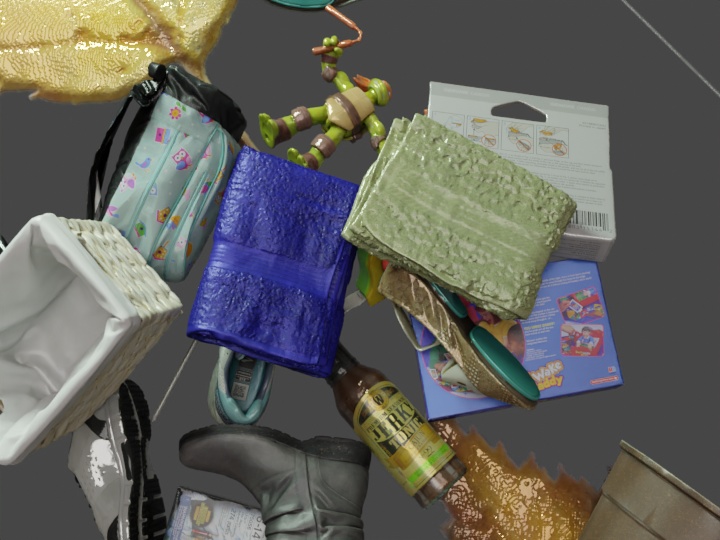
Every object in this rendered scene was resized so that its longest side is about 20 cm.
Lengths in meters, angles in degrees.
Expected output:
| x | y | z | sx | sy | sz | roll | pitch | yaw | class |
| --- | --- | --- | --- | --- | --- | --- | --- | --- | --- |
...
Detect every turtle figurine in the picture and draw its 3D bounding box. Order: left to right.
| x | y | z | sx | sy | sz | roll | pitch | yaw | class |
| --- | --- | --- | --- | --- | --- | --- | --- | --- | --- |
| -0.027 | -0.171 | 1.115 | 0.161 | 0.064 | 0.201 | -32 | 88 | -23 | turtle figurine |

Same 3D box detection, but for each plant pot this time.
| x | y | z | sx | sy | sz | roll | pitch | yaw | class |
| --- | --- | --- | --- | --- | --- | --- | --- | --- | --- |
| 0.266 | 0.294 | 0.955 | 0.200 | 0.200 | 0.199 | 36 | 90 | 9 | plant pot |

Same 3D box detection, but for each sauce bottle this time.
| x | y | z | sx | sy | sz | roll | pitch | yaw | class |
| --- | --- | --- | --- | --- | --- | --- | --- | --- | --- |
| 0.019 | 0.146 | 1.053 | 0.065 | 0.065 | 0.200 | -43 | 80 | -6 | sauce bottle |

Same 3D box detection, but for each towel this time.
| x | y | z | sx | sy | sz | roll | pitch | yaw | class |
| --- | --- | --- | --- | --- | --- | --- | --- | --- | --- |
| -0.073 | -0.010 | 1.015 | 0.146 | 0.050 | 0.202 | 18 | 71 | -15 | towel |
| 0.095 | -0.052 | 1.002 | 0.199 | 0.037 | 0.149 | 26 | 76 | 5 | towel |

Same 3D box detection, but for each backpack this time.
| x | y | z | sx | sy | sz | roll | pitch | yaw | class |
| --- | --- | --- | --- | --- | --- | --- | --- | --- | --- |
| -0.194 | -0.092 | 1.068 | 0.126 | 0.167 | 0.202 | 24 | 88 | 5 | backpack |

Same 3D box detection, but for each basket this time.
| x | y | z | sx | sy | sz | roll | pitch | yaw | class |
| --- | --- | --- | --- | --- | --- | --- | --- | --- | --- |
| -0.282 | 0.060 | 0.976 | 0.136 | 0.123 | 0.200 | 46 | 106 | 9 | basket |

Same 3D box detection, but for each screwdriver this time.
| x | y | z | sx | sy | sz | roll | pitch | yaw | class |
| --- | --- | --- | --- | --- | --- | --- | --- | --- | --- |
| -0.165 | 0.069 | 1.094 | 0.029 | 0.028 | 0.202 | 15 | 76 | 35 | screwdriver |

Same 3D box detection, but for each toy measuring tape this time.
| x | y | z | sx | sy | sz | roll | pitch | yaw | class |
| --- | --- | --- | --- | --- | --- | --- | --- | --- | --- |
| 0.000 | 0.000 | 1.075 | 0.199 | 0.074 | 0.074 | -31 | 79 | -6 | toy measuring tape |

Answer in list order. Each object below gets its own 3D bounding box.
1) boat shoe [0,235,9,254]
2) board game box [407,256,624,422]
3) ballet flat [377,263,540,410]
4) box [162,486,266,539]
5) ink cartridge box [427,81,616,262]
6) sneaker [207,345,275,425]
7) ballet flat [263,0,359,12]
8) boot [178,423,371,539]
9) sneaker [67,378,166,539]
| x | y | z | sx | sy | sz | roll | pitch | yaw | class |
| --- | --- | --- | --- | --- | --- | --- | --- | --- | --- |
| -0.320 | 0.033 | 1.091 | 0.062 | 0.075 | 0.200 | -41 | 85 | -10 | boat shoe |
| 0.154 | 0.070 | 1.070 | 0.198 | 0.045 | 0.136 | -10 | 78 | 1 | board game box |
| 0.091 | 0.068 | 1.026 | 0.065 | 0.070 | 0.200 | -44 | 77 | 20 | ballet flat |
| -0.142 | 0.329 | 1.037 | 0.136 | 0.040 | 0.202 | 14 | 80 | 4 | box |
| 0.159 | -0.103 | 1.084 | 0.198 | 0.045 | 0.178 | 8 | 57 | -1 | ink cartridge box |
| -0.106 | 0.061 | 1.055 | 0.077 | 0.086 | 0.202 | 4 | 85 | -15 | sneaker |
| -0.020 | -0.320 | 1.149 | 0.198 | 0.064 | 0.068 | -3 | 104 | 5 | ballet flat |
| -0.087 | 0.224 | 1.008 | 0.198 | 0.070 | 0.133 | 4 | 61 | 4 | boot |
| -0.249 | 0.215 | 1.059 | 0.079 | 0.074 | 0.202 | -14 | 74 | 15 | sneaker |
